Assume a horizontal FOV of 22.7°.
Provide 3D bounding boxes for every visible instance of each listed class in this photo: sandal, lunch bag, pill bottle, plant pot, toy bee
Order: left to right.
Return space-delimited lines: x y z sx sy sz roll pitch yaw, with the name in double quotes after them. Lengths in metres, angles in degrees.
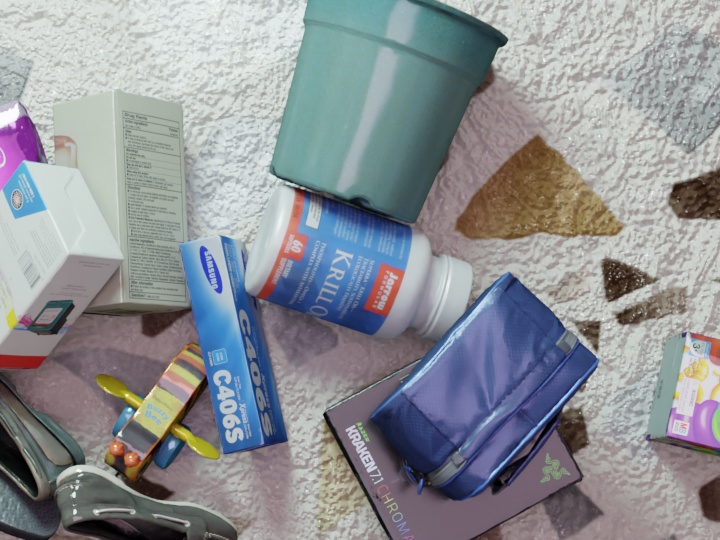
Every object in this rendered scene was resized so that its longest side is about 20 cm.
-0.373 0.196 1.702 0.200 0.043 0.076 28 46 1 "sandal"
-0.195 0.158 1.682 0.131 0.109 0.200 12 81 1 "toy bee"
0.000 0.000 1.700 0.200 0.112 0.112 18 83 -11 "pill bottle"
0.014 -0.158 1.696 0.200 0.200 0.196 19 91 0 "plant pot"
0.109 0.117 1.591 0.132 0.136 0.200 42 83 2 "lunch bag"

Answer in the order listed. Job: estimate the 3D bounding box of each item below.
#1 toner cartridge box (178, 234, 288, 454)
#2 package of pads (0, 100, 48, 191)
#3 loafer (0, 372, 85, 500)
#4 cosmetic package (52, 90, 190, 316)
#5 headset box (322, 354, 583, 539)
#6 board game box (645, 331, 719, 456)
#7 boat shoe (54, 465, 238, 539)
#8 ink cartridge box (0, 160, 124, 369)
-0.119 0.070 1.700 0.043 0.095 0.200 -14 84 9 "toner cartridge box"
-0.397 -0.075 1.719 0.200 0.076 0.121 -18 87 -4 "package of pads"
-0.350 0.139 1.684 0.200 0.072 0.063 36 41 8 "loafer"
-0.226 -0.060 1.698 0.087 0.103 0.200 -7 81 35 "cosmetic package"
0.091 0.163 1.701 0.200 0.093 0.174 -27 86 -6 "headset box"
0.387 0.133 1.710 0.200 0.103 0.105 13 83 0 "board game box"
-0.197 0.240 1.654 0.200 0.067 0.057 27 39 -34 "boat shoe"
-0.315 0.010 1.657 0.200 0.067 0.116 -48 57 29 "ink cartridge box"
